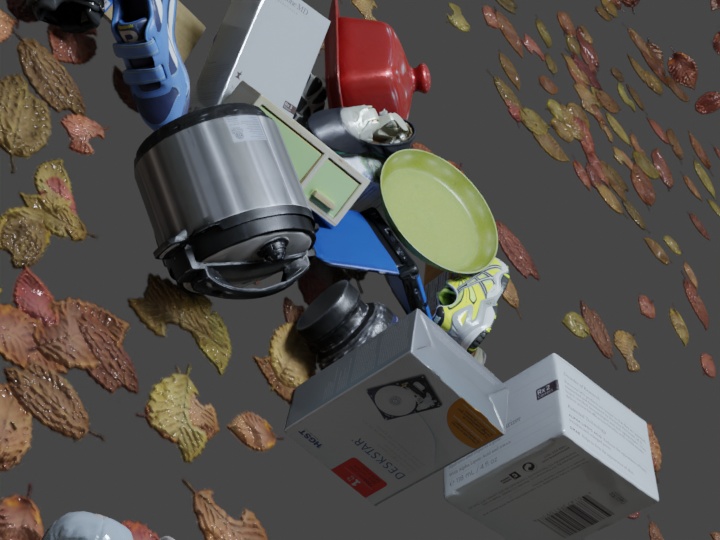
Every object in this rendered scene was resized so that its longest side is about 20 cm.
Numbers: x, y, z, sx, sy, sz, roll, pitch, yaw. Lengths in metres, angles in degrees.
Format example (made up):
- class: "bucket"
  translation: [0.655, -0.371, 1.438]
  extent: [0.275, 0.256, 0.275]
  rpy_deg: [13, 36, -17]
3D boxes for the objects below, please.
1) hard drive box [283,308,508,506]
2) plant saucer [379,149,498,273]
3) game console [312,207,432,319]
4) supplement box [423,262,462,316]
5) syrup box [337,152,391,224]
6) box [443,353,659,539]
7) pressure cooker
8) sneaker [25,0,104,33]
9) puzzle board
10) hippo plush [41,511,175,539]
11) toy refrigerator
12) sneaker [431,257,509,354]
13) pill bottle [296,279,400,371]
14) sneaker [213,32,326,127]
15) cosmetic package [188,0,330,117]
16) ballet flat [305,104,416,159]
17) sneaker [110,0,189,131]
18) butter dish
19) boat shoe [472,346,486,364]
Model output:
- class: "hard drive box"
  translation: [0.041, 0.157, 1.408]
  extent: [0.156, 0.200, 0.077]
  rpy_deg: [41, 34, -21]
- class: "plant saucer"
  translation: [0.101, -0.075, 1.702]
  extent: [0.200, 0.031, 0.200]
  rpy_deg: [23, 47, -27]
- class: "game console"
  translation: [0.000, 0.000, 1.614]
  extent: [0.200, 0.118, 0.171]
  rpy_deg: [-120, -169, -60]
- class: "supplement box"
  translation: [0.133, 0.017, 1.805]
  extent: [0.067, 0.069, 0.200]
  rpy_deg: [37, 38, -24]
- class: "syrup box"
  translation: [-0.006, -0.126, 1.733]
  extent: [0.200, 0.081, 0.079]
  rpy_deg: [16, 45, -45]
- class: "box"
  translation: [0.240, 0.242, 1.603]
  extent: [0.200, 0.199, 0.131]
  rpy_deg: [36, 35, -29]
- class: "pressure cooker"
  translation: [-0.145, -0.061, 1.376]
  extent: [0.179, 0.176, 0.200]
  rpy_deg: [72, -4, -75]
- class: "sneaker"
  translation: [-0.320, -0.330, 1.487]
  extent: [0.200, 0.077, 0.111]
  rpy_deg: [-2, 75, -55]
- class: "puzzle board"
  translation: [-0.296, -0.347, 1.609]
  extent: [0.200, 0.017, 0.151]
  rpy_deg: [43, 34, -19]
- class: "hippo plush"
  translation: [-0.194, 0.273, 1.008]
  extent: [0.200, 0.159, 0.161]
  rpy_deg: [41, 34, -22]
- class: "toy refrigerator"
  translation: [-0.086, -0.141, 1.543]
  extent: [0.200, 0.076, 0.070]
  rpy_deg: [37, 3, -37]
- class: "sneaker"
  translation: [0.148, 0.028, 1.689]
  extent: [0.076, 0.075, 0.200]
  rpy_deg: [32, 30, -5]
- class: "pill bottle"
  translation: [0.020, 0.110, 1.511]
  extent: [0.200, 0.112, 0.112]
  rpy_deg: [47, 31, -15]
- class: "sneaker"
  translation: [-0.123, -0.270, 1.720]
  extent: [0.200, 0.081, 0.083]
  rpy_deg: [41, 2, -42]
- class: "cosmetic package"
  translation: [-0.131, -0.257, 1.595]
  extent: [0.113, 0.081, 0.200]
  rpy_deg: [28, 77, -37]
- class: "ballet flat"
  translation: [0.009, -0.192, 1.674]
  extent: [0.200, 0.073, 0.073]
  rpy_deg: [5, 57, -53]
- class: "sneaker"
  translation: [-0.254, -0.259, 1.472]
  extent: [0.082, 0.074, 0.200]
  rpy_deg: [-32, 116, -67]
- class: "butter dish"
  translation: [0.027, -0.269, 1.792]
  extent: [0.200, 0.148, 0.200]
  rpy_deg: [84, 2, -47]
- class: "boat shoe"
  translation: [0.110, 0.140, 1.656]
  extent: [0.072, 0.076, 0.200]
  rpy_deg: [47, 22, -7]
